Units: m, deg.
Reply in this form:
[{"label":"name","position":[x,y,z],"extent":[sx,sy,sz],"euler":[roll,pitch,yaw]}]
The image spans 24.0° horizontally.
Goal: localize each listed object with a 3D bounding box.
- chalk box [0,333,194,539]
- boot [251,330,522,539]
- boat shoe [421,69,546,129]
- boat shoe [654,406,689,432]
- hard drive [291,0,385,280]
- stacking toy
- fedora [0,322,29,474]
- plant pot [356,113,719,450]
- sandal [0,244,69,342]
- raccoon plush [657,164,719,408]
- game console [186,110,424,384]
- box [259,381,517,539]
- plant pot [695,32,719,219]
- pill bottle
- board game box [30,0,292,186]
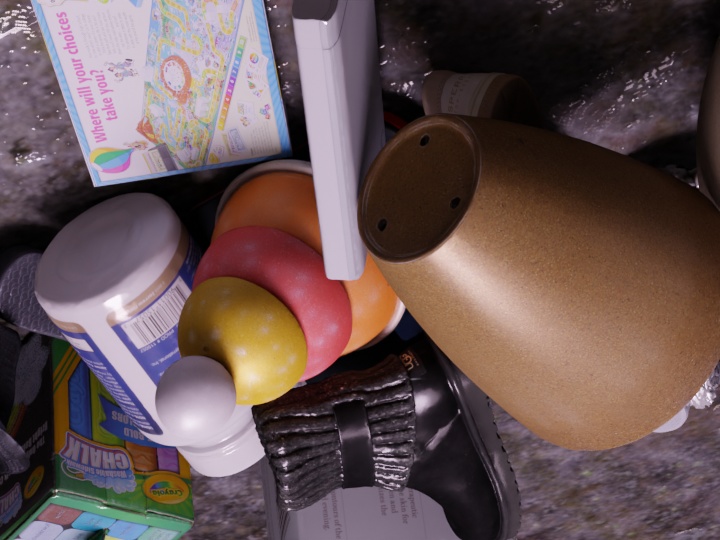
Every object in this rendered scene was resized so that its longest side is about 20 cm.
[{"label":"chalk box","position":[-0.209,0.161,1.282],"extent":[0.123,0.201,0.125],"euler":[19,137,-33]},{"label":"boot","position":[0.017,0.138,1.172],"extent":[0.157,0.080,0.212],"euler":[-26,128,-8]},{"label":"boat shoe","position":[0.094,-0.072,1.153],"extent":[0.065,0.072,0.200],"euler":[17,160,28]},{"label":"boat shoe","position":[0.204,0.036,1.315],"extent":[0.072,0.071,0.201],"euler":[-10,126,25]},{"label":"hard drive","position":[-0.010,-0.110,0.991],"extent":[0.026,0.132,0.201],"euler":[3,138,8]},{"label":"stacking toy","position":[-0.069,0.033,1.070],"extent":[0.145,0.200,0.147],"euler":[16,127,21]},{"label":"fedora","position":[-0.300,0.064,1.191],"extent":[0.200,0.092,0.201],"euler":[24,159,9]},{"label":"plant pot","position":[0.095,-0.011,1.016],"extent":[0.186,0.187,0.199],"euler":[-33,138,29]},{"label":"sandal","position":[-0.191,0.034,1.241],"extent":[0.043,0.076,0.200],"euler":[20,167,49]},{"label":"raccoon plush","position":[0.232,0.013,1.223],"extent":[0.133,0.097,0.201],"euler":[9,109,-17]},{"label":"game console","position":[0.000,0.000,1.174],"extent":[0.176,0.031,0.200],"euler":[-29,110,20]},{"label":"box","position":[0.014,0.183,1.361],"extent":[0.170,0.200,0.201],"euler":[-2,146,-9]},{"label":"plant pot","position":[0.293,-0.106,1.061],"extent":[0.199,0.200,0.135],"euler":[-21,108,16]},{"label":"pill bottle","position":[-0.133,0.051,1.190],"extent":[0.110,0.111,0.200],"euler":[-20,128,15]},{"label":"board game box","position":[-0.120,-0.135,1.038],"extent":[0.133,0.034,0.201],"euler":[-9,144,-1]}]
